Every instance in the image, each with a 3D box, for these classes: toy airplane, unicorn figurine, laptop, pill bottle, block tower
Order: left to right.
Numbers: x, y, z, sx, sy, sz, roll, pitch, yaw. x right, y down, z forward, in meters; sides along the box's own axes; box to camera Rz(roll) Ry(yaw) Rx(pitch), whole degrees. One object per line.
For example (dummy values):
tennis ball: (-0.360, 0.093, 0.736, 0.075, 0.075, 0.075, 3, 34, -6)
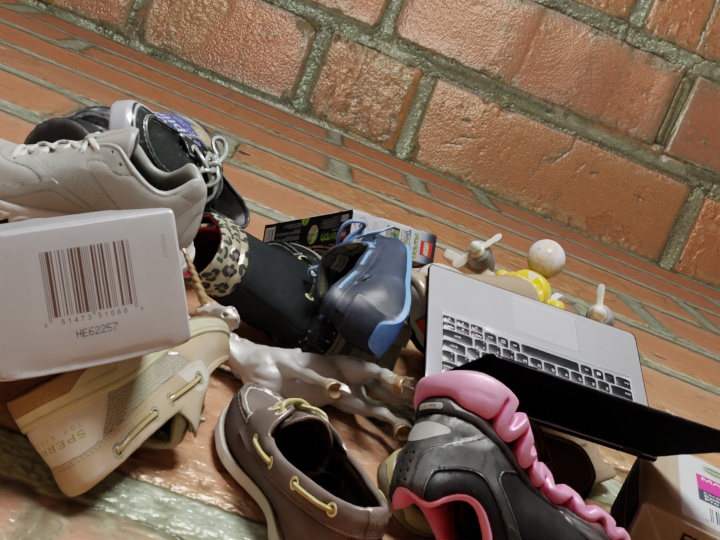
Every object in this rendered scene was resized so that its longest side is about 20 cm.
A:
pill bottle: (-0.216, -0.091, 0.894, 0.110, 0.114, 0.200, 25, 13, 15)
unicorn figurine: (-0.043, 0.075, 0.718, 0.199, 0.075, 0.137, 32, -4, -39)
block tower: (-0.001, 0.041, 0.946, 0.053, 0.059, 0.200, 19, 11, -13)
toy airplane: (0.205, 0.033, 1.141, 0.197, 0.144, 0.199, 19, 12, -15)
laptop: (0.148, 0.052, 0.677, 0.184, 0.117, 0.202, 19, 40, -10)

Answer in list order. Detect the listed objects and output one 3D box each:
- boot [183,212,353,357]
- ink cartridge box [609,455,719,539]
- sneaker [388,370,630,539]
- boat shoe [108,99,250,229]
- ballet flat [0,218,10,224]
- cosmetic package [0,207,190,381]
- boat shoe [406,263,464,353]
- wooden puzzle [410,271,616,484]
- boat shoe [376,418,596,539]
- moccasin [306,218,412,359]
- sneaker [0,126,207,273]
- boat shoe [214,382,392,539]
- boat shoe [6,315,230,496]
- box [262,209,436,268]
boot: (-0.092, -0.005, 0.839, 0.153, 0.074, 0.204, 37, 7, -31)
ink cartridge box: (0.277, 0.211, 0.686, 0.197, 0.076, 0.165, 25, 14, 12)
sneaker: (0.084, 0.153, 0.542, 0.200, 0.078, 0.096, 48, 48, -18)
boat shoe: (-0.144, -0.079, 0.813, 0.067, 0.075, 0.200, -6, -28, 11)
ballet flat: (-0.203, -0.004, 0.752, 0.198, 0.069, 0.072, 5, 28, -48)
cosmetic package: (-0.171, 0.006, 0.555, 0.100, 0.076, 0.199, -9, 5, -23)
boat shoe: (0.068, 0.047, 0.920, 0.092, 0.075, 0.201, 25, -17, 37)
wooden puzzle: (0.119, 0.096, 0.812, 0.184, 0.046, 0.203, 3, 58, -52)
boat shoe: (0.101, 0.136, 0.654, 0.198, 0.068, 0.073, 8, 46, -42)
moccasin: (0.000, 0.000, 0.762, 0.067, 0.081, 0.200, 29, 8, -8)
sneaker: (-0.203, -0.074, 0.707, 0.197, 0.093, 0.076, 20, 26, -15)
boat shoe: (-0.035, 0.113, 0.570, 0.071, 0.061, 0.200, 16, 14, -25)
boat shoe: (-0.126, 0.076, 0.573, 0.066, 0.071, 0.200, 63, 16, 1)
box: (-0.018, -0.028, 1.067, 0.108, 0.035, 0.199, 15, -10, -30)
